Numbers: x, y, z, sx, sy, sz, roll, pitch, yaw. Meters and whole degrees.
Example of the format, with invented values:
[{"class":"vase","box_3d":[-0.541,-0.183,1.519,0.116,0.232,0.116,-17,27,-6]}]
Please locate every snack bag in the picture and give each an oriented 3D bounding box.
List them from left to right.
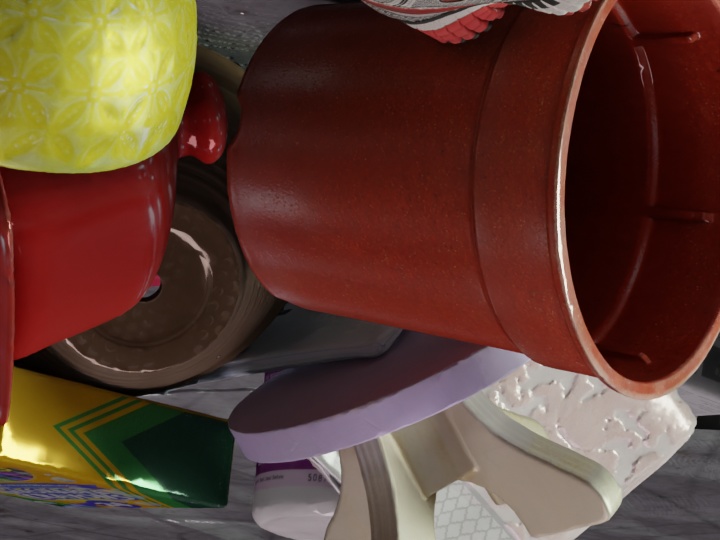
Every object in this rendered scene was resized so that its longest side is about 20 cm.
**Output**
[{"class":"snack bag","box_3d":[0.000,0.000,1.500,0.188,0.200,0.021,-11,119,43]}]

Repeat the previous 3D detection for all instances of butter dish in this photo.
[{"class":"butter dish","box_3d":[-0.134,-0.061,1.258,0.147,0.201,0.200,-11,152,-13]}]

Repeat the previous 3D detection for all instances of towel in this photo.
[{"class":"towel","box_3d":[0.072,0.084,1.556,0.200,0.191,0.032,49,175,-26]}]

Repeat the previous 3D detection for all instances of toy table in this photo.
[{"class":"toy table","box_3d":[0.036,0.094,1.402,0.200,0.117,0.184,-13,-160,47]}]

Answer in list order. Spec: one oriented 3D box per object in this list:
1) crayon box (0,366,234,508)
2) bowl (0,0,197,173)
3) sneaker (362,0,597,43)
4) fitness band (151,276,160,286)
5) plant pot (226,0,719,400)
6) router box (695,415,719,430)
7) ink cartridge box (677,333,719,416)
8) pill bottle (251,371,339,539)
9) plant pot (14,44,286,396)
[{"class":"crayon box","box_3d":[-0.180,0.087,1.428,0.125,0.052,0.200,-4,164,42]},{"class":"bowl","box_3d":[-0.145,-0.139,1.086,0.199,0.200,0.108,12,121,-25]},{"class":"sneaker","box_3d":[0.046,-0.142,1.116,0.082,0.078,0.200,14,162,-26]},{"class":"fitness band","box_3d":[-0.193,-0.025,1.713,0.199,0.038,0.144,-7,158,34]},{"class":"plant pot","box_3d":[0.056,-0.048,1.275,0.195,0.202,0.201,4,167,33]},{"class":"router box","box_3d":[0.198,0.066,1.886,0.149,0.051,0.200,2,165,2]},{"class":"ink cartridge box","box_3d":[0.125,0.059,1.710,0.200,0.057,0.162,-3,164,45]},{"class":"pill bottle","box_3d":[-0.003,0.060,1.639,0.112,0.201,0.112,4,165,1]},{"class":"plant pot","box_3d":[-0.117,-0.013,1.390,0.200,0.201,0.093,10,-158,-17]}]
